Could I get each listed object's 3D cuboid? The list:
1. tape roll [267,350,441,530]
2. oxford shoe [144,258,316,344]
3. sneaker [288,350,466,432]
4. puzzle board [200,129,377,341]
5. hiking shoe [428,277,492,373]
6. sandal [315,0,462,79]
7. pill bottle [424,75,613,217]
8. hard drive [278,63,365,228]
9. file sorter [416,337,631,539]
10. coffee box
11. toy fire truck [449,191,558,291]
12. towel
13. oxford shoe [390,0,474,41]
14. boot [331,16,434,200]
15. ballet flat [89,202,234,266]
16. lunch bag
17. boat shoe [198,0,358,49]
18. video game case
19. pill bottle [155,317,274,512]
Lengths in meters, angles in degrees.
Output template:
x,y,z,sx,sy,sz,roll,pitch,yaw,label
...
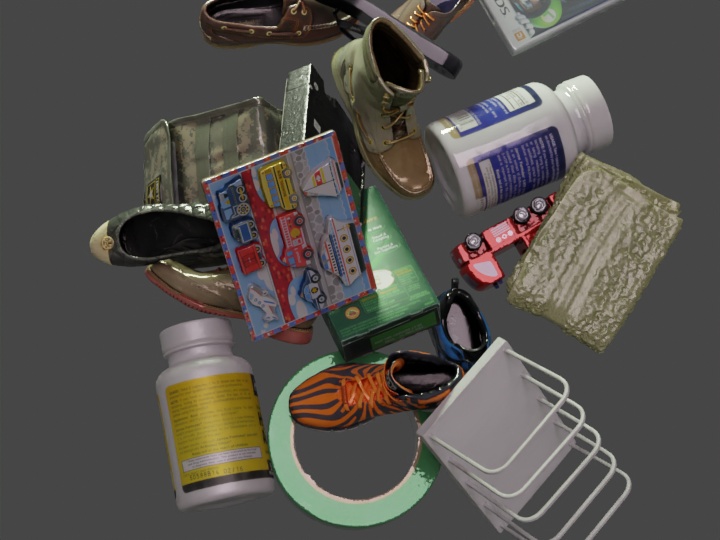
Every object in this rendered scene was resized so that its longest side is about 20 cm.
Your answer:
x,y,z,sx,sy,sz,roll,pitch,yaw,label
-0.006,0.191,1.669,0.200,0.048,0.201,1,76,-4,tape roll
-0.139,0.015,1.642,0.200,0.070,0.075,19,104,-1,oxford shoe
0.016,0.122,1.601,0.200,0.112,0.078,-12,75,1,sneaker
-0.071,-0.033,1.560,0.151,0.017,0.200,-22,121,-12,puzzle board
0.122,0.114,1.675,0.074,0.087,0.200,-19,78,-8,hiking shoe
0.024,-0.274,1.719,0.200,0.076,0.043,33,90,12,sandal
0.187,-0.151,1.729,0.200,0.120,0.120,-22,78,-8,pill bottle
-0.042,-0.118,1.661,0.038,0.140,0.200,-19,43,20,hard drive
0.184,0.201,1.585,0.139,0.200,0.124,-47,41,-12,file sorter
0.000,0.000,1.679,0.123,0.044,0.200,-22,52,-9,coffee box
0.221,-0.012,1.733,0.200,0.049,0.141,-29,81,-9,toy fire truck
0.268,-0.020,1.690,0.148,0.036,0.200,29,84,-1,towel
0.066,-0.298,1.778,0.071,0.073,0.200,39,85,5,oxford shoe
0.042,-0.180,1.669,0.072,0.155,0.200,-26,92,-17,boot
-0.209,-0.043,1.599,0.200,0.057,0.067,-9,91,22,ballet flat
-0.169,-0.092,1.684,0.200,0.118,0.164,-11,76,26,lunch bag
-0.094,-0.309,1.778,0.200,0.070,0.071,-12,73,-8,boat shoe
0.232,-0.386,1.840,0.200,0.023,0.182,-27,79,-10,video game case
-0.166,0.159,1.634,0.111,0.111,0.200,-11,77,-6,pill bottle
